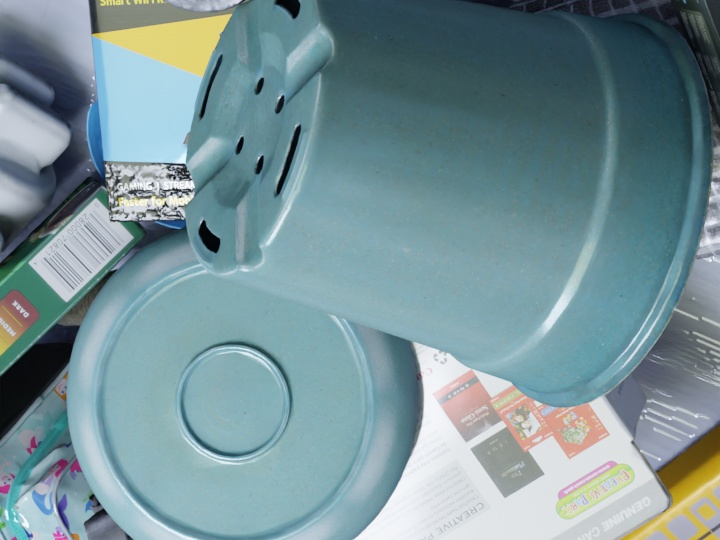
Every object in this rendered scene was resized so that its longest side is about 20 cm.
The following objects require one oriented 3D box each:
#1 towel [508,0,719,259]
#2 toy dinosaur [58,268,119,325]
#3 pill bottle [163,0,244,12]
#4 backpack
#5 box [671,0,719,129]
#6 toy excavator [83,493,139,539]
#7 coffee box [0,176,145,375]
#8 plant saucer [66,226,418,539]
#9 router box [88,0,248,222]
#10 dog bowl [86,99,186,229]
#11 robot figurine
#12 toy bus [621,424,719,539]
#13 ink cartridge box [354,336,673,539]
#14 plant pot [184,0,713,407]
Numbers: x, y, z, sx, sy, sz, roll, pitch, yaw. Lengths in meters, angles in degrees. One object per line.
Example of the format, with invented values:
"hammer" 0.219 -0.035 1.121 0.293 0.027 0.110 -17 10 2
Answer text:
"towel" 0.162 -0.086 1.218 0.199 0.086 0.166 -16 112 30
"toy dinosaur" -0.128 0.044 1.372 0.077 0.200 0.103 -4 122 -26
"pill bottle" -0.048 -0.211 1.158 0.111 0.200 0.112 11 124 17
"backpack" -0.185 0.162 1.463 0.150 0.178 0.201 2 124 30
"box" 0.247 -0.118 1.126 0.158 0.046 0.201 -27 108 -10
"toy excavator" -0.075 0.202 1.367 0.100 0.194 0.201 -27 96 0
"coffee box" -0.216 0.028 1.351 0.200 0.123 0.044 -45 100 -3
"plant saucer" -0.068 0.072 1.246 0.199 0.027 0.201 0 91 7
"router box" -0.044 -0.105 1.242 0.199 0.051 0.150 -2 104 10
"dog bowl" -0.096 -0.121 1.329 0.111 0.050 0.201 19 126 11
"robot figurine" -0.267 -0.044 1.389 0.200 0.170 0.113 -43 132 15
"toy bus" 0.211 0.151 1.355 0.078 0.065 0.200 42 126 -6
"ink cartridge box" 0.056 0.100 1.300 0.200 0.084 0.176 -32 95 17
"plant pot" 0.031 -0.050 1.088 0.195 0.201 0.201 13 132 -25
